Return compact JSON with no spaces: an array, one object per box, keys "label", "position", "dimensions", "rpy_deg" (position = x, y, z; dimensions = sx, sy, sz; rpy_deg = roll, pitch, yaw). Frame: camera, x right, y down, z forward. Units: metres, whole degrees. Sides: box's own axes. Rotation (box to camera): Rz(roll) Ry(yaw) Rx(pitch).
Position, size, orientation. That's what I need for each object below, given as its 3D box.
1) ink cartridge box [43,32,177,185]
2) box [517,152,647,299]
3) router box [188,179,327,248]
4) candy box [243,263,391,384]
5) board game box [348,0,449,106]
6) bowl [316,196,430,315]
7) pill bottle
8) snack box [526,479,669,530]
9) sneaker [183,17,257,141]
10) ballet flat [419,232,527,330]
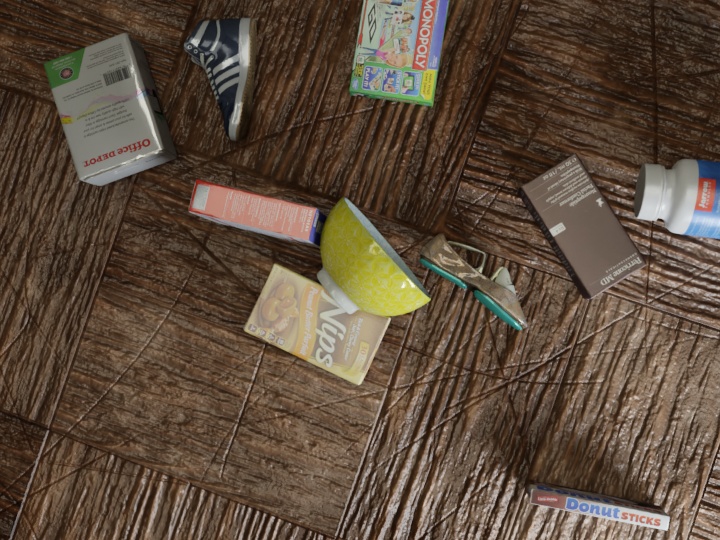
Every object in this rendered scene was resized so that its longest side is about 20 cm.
[{"label":"ink cartridge box","position":[-0.395,-0.252,1.495],"dimensions":[0.144,0.084,0.201],"rpy_deg":[-19,85,5]},{"label":"box","position":[0.331,-0.065,1.416],"dimensions":[0.100,0.075,0.200],"rpy_deg":[-33,86,3]},{"label":"router box","position":[-0.142,-0.080,1.403],"dimensions":[0.179,0.200,0.049],"rpy_deg":[14,89,5]},{"label":"candy box","position":[-0.066,0.083,1.459],"dimensions":[0.200,0.055,0.116],"rpy_deg":[25,89,7]},{"label":"board game box","position":[0.064,-0.368,1.480],"dimensions":[0.134,0.029,0.201],"rpy_deg":[9,88,7]},{"label":"bowl","position":[0.000,0.000,1.386],"dimensions":[0.108,0.200,0.200],"rpy_deg":[-40,84,6]},{"label":"pill bottle","position":[0.510,-0.104,1.378],"dimensions":[0.199,0.112,0.113],"rpy_deg":[7,88,6]},{"label":"snack box","position":[0.349,0.347,1.395],"dimensions":[0.199,0.072,0.024],"rpy_deg":[10,90,6]},{"label":"sneaker","position":[-0.226,-0.304,1.485],"dimensions":[0.108,0.070,0.201],"rpy_deg":[4,81,1]},{"label":"ballet flat","position":[0.184,0.010,1.433],"dimensions":[0.200,0.068,0.067],"rpy_deg":[36,84,5]}]
